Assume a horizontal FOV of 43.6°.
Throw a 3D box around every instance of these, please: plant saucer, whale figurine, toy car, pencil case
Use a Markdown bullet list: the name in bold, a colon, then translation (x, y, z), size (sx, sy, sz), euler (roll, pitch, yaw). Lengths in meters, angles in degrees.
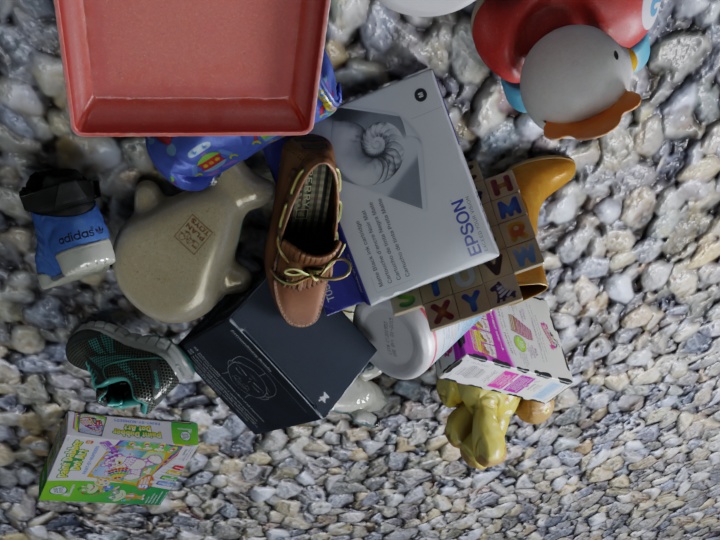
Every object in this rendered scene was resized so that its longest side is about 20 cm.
- **plant saucer**: translation (-0.124, -0.187, 0.672), size (0.195, 0.037, 0.202), euler (-3, 142, -13)
- **whale figurine**: translation (-0.174, -0.041, 0.967), size (0.159, 0.104, 0.201), euler (40, 102, -5)
- **toy car**: translation (0.199, -0.189, 0.791), size (0.174, 0.203, 0.185), euler (-20, 143, 10)
- **pencil case**: translation (-0.109, -0.146, 0.856), size (0.198, 0.079, 0.087), euler (-27, 128, 18)

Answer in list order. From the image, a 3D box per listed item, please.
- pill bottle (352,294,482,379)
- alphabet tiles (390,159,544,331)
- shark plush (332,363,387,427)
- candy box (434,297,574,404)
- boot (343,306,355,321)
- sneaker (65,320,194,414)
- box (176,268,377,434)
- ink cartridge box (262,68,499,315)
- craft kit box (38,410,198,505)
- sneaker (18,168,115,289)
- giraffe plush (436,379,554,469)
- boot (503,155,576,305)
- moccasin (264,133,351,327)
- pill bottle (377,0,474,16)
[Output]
- **pill bottle**: translation (0.087, 0.030, 1.043), size (0.199, 0.109, 0.109), euler (-36, 162, -42)
- **alphabet tiles**: translation (0.101, -0.032, 0.960), size (0.164, 0.203, 0.006), euler (-19, 140, 10)
- **shark plush**: translation (-0.049, 0.187, 1.308), size (0.196, 0.093, 0.083), euler (-2, 172, -21)
- **candy box**: translation (0.178, 0.088, 1.187), size (0.197, 0.138, 0.061), euler (17, 136, -32)
- **boot**: translation (0.000, 0.000, 1.074), size (0.196, 0.073, 0.155), euler (12, 140, -23)
- **sneaker**: translation (-0.296, 0.119, 1.075), size (0.197, 0.092, 0.078), euler (4, 134, 35)
- **box**: translation (-0.102, 0.090, 1.028), size (0.149, 0.107, 0.199), euler (48, 150, -10)
- **ink cartridge box**: translation (0.016, -0.074, 0.913), size (0.197, 0.203, 0.041), euler (-21, -174, 11)
- **craft kit box**: translation (-0.368, 0.288, 1.360), size (0.194, 0.049, 0.201), euler (12, 136, -24)
- **sneaker**: translation (-0.309, -0.047, 0.938), size (0.076, 0.113, 0.199), euler (-17, -179, -23)
- **giraffe plush**: translation (0.216, 0.176, 1.322), size (0.159, 0.172, 0.204), euler (-11, 111, -19)
- **boot**: translation (0.179, -0.040, 1.001), size (0.198, 0.146, 0.071), euler (-20, 149, -10)
- **moccasin**: translation (-0.049, -0.028, 0.874), size (0.072, 0.078, 0.204), euler (1, 123, -21)
- **pill bottle**: translation (0.034, -0.282, 0.626), size (0.110, 0.203, 0.113), euler (-7, 143, -6)
